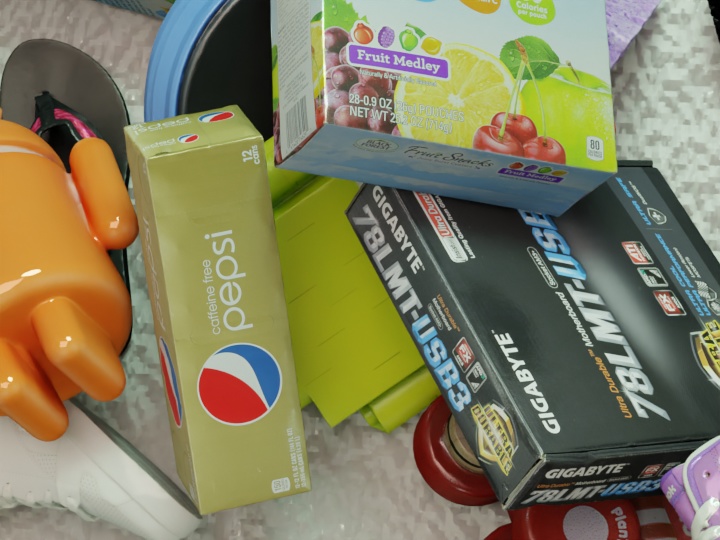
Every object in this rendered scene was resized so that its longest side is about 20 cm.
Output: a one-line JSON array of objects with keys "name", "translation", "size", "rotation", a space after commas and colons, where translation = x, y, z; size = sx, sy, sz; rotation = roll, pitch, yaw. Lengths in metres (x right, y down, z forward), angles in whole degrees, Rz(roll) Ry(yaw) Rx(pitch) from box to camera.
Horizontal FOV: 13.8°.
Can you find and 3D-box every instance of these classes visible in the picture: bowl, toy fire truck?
[{"name": "bowl", "translation": [-0.019, -0.090, 1.644], "size": [0.200, 0.039, 0.201], "rotation": [-5, 105, -17]}, {"name": "toy fire truck", "translation": [0.132, 0.103, 1.607], "size": [0.168, 0.112, 0.200], "rotation": [-12, 71, -21]}]

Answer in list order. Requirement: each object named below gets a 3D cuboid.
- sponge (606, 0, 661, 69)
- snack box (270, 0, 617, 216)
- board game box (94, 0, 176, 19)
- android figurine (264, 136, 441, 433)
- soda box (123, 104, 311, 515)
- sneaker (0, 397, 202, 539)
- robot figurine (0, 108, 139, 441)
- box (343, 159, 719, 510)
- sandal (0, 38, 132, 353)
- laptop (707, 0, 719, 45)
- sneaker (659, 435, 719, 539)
[{"name": "sponge", "translation": [0.071, -0.185, 1.663], "size": [0.200, 0.112, 0.030], "rotation": [34, 116, 4]}, {"name": "snack box", "translation": [0.040, -0.141, 1.530], "size": [0.168, 0.068, 0.200], "rotation": [8, 65, -26]}, {"name": "board game box", "translation": [-0.120, -0.210, 1.719], "size": [0.200, 0.105, 0.103], "rotation": [16, 78, 12]}, {"name": "android figurine", "translation": [0.000, 0.000, 1.630], "size": [0.200, 0.041, 0.182], "rotation": [-37, 112, -3]}, {"name": "soda box", "translation": [-0.074, 0.020, 1.560], "size": [0.064, 0.068, 0.200], "rotation": [-12, 110, -11]}, {"name": "sneaker", "translation": [-0.189, 0.122, 1.665], "size": [0.200, 0.074, 0.116], "rotation": [35, 85, 26]}, {"name": "robot figurine", "translation": [-0.198, -0.001, 1.624], "size": [0.117, 0.144, 0.200], "rotation": [0, 45, -34]}, {"name": "box", "translation": [0.117, 0.028, 1.549], "size": [0.050, 0.198, 0.200], "rotation": [-55, 50, 36]}, {"name": "sandal", "translation": [-0.167, -0.044, 1.714], "size": [0.075, 0.045, 0.200], "rotation": [-11, 74, 8]}, {"name": "laptop", "translation": [0.292, -0.160, 1.648], "size": [0.177, 0.103, 0.200], "rotation": [-13, 96, 36]}, {"name": "sneaker", "translation": [0.173, 0.153, 1.392], "size": [0.114, 0.073, 0.201], "rotation": [31, 71, 21]}]
